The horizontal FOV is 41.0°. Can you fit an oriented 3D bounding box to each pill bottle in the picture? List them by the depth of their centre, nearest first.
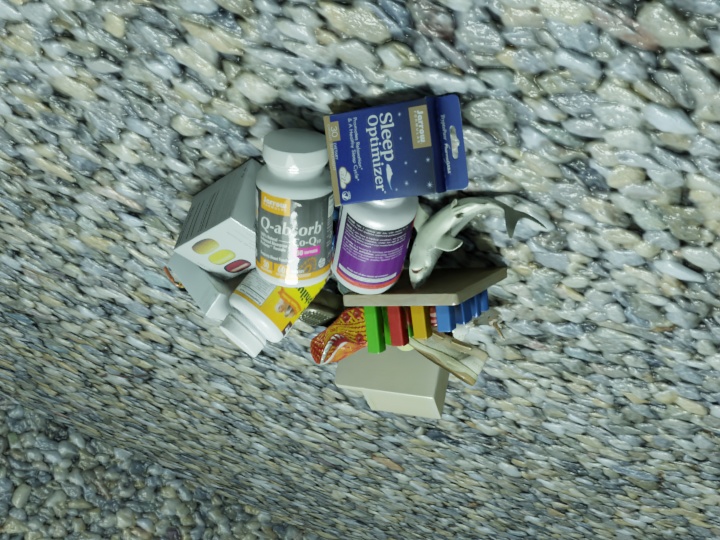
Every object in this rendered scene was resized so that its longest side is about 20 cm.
[{"bbox_3d":[-0.093,-0.089,1.368,0.114,0.117,0.204,10,119,13],"label":"pill bottle"},{"bbox_3d":[0.021,-0.068,1.397,0.110,0.114,0.202,15,138,3],"label":"pill bottle"},{"bbox_3d":[-0.138,0.037,1.560,0.109,0.201,0.109,36,167,10],"label":"pill bottle"}]

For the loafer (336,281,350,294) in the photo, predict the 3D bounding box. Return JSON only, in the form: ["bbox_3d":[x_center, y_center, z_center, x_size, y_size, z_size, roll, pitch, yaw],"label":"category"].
[{"bbox_3d":[0.000,0.000,1.598,0.072,0.063,0.200,45,147,-1],"label":"loafer"}]

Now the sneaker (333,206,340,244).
[{"bbox_3d":[-0.050,-0.062,1.515,0.065,0.080,0.201,12,154,6],"label":"sneaker"}]

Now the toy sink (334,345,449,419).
[{"bbox_3d":[0.065,0.193,1.842,0.196,0.133,0.113,5,152,17],"label":"toy sink"}]

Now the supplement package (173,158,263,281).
[{"bbox_3d":[-0.195,-0.075,1.538,0.113,0.111,0.199,31,150,-26],"label":"supplement package"}]

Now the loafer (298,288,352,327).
[{"bbox_3d":[-0.036,0.072,1.755,0.075,0.069,0.199,-17,154,33],"label":"loafer"}]

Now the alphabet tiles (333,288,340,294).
[{"bbox_3d":[0.031,0.086,1.816,0.164,0.008,0.201,14,153,8],"label":"alphabet tiles"}]

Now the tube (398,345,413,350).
[{"bbox_3d":[0.062,0.074,1.702,0.051,0.059,0.201,-1,146,16],"label":"tube"}]

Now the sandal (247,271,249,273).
[{"bbox_3d":[-0.162,-0.022,1.672,0.203,0.060,0.080,2,148,26],"label":"sandal"}]

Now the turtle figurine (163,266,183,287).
[{"bbox_3d":[-0.275,0.039,1.848,0.197,0.065,0.162,17,161,31],"label":"turtle figurine"}]

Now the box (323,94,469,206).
[{"bbox_3d":[0.043,-0.155,1.253,0.197,0.124,0.032,-4,-174,34],"label":"box"}]

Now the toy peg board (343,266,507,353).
[{"bbox_3d":[0.108,0.063,1.510,0.196,0.100,0.199,-1,-169,32],"label":"toy peg board"}]

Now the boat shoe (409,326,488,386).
[{"bbox_3d":[0.133,0.121,1.620,0.199,0.066,0.072,30,174,45],"label":"boat shoe"}]

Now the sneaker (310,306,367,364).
[{"bbox_3d":[-0.011,0.107,1.693,0.076,0.074,0.199,-11,168,-43],"label":"sneaker"}]

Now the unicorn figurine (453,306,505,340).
[{"bbox_3d":[0.169,0.084,1.675,0.134,0.075,0.200,11,168,-3],"label":"unicorn figurine"}]

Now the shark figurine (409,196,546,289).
[{"bbox_3d":[0.156,-0.069,1.411,0.212,0.131,0.089,-26,159,30],"label":"shark figurine"}]

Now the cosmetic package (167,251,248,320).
[{"bbox_3d":[-0.221,0.036,1.679,0.199,0.052,0.151,22,-160,-50],"label":"cosmetic package"}]
